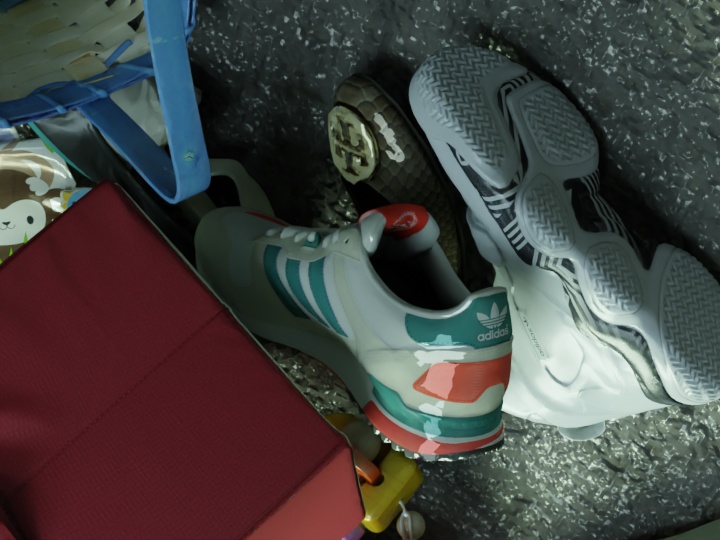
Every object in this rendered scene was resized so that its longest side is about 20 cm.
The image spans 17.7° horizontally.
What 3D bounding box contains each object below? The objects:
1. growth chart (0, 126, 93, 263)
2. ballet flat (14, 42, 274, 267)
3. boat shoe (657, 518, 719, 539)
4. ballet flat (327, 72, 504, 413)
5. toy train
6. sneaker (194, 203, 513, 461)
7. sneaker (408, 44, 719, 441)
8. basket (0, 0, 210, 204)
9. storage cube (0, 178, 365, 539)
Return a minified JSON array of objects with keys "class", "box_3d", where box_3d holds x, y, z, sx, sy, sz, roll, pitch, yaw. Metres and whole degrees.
[{"class":"growth chart","box_3d":[-0.194,-0.013,1.180,0.144,0.018,0.201,-24,117,10]},{"class":"ballet flat","box_3d":[-0.094,-0.055,1.144,0.068,0.068,0.200,-23,120,35]},{"class":"boat shoe","box_3d":[0.154,0.174,1.138,0.200,0.070,0.072,-25,104,44]},{"class":"ballet flat","box_3d":[0.021,0.000,1.097,0.067,0.046,0.201,38,152,54]},{"class":"toy train","box_3d":[-0.036,0.137,1.178,0.198,0.151,0.056,7,156,18]},{"class":"sneaker","box_3d":[0.000,0.000,1.042,0.200,0.070,0.094,38,127,40]},{"class":"sneaker","box_3d":[0.073,-0.003,1.045,0.200,0.075,0.115,47,136,-10]},{"class":"basket","box_3d":[-0.131,-0.143,1.018,0.200,0.138,0.177,47,150,43]},{"class":"storage cube","box_3d":[-0.118,0.097,1.070,0.171,0.180,0.200,46,169,14]}]
